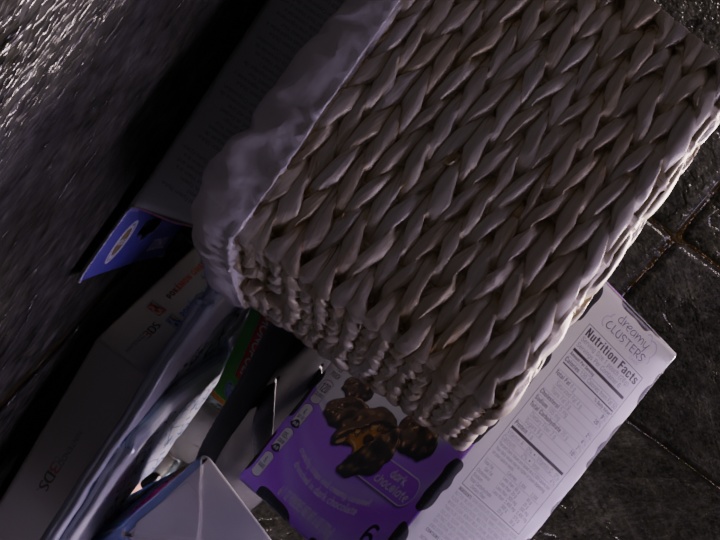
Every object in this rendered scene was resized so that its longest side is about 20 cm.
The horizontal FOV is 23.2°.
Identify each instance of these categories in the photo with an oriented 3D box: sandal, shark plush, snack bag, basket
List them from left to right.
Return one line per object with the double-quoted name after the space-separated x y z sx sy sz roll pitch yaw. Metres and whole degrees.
-0.107 0.071 1.015 0.200 0.021 0.189 -56 177 18 "snack bag"
-0.127 0.116 1.296 0.200 0.083 0.091 8 -97 68 "shark plush"
-0.046 0.082 1.035 0.076 0.043 0.201 -25 150 -43 "sandal"
0.042 -0.040 0.800 0.200 0.161 0.198 -52 176 -10 "basket"

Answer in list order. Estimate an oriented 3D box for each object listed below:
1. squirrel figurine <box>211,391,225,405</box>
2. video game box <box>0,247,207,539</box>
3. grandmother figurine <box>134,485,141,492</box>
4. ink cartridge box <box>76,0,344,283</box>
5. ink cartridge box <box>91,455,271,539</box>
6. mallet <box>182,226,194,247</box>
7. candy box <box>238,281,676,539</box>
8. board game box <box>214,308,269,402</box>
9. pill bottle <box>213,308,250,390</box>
-0.060 0.018 1.381 0.187 0.141 0.201 -30 144 -60 "squirrel figurine"
-0.152 0.085 1.107 0.200 0.047 0.182 -56 180 29 "video game box"
-0.193 0.163 1.345 0.122 0.060 0.200 -63 -178 -5 "grandmother figurine"
-0.051 -0.072 0.884 0.200 0.043 0.196 -56 178 7 "ink cartridge box"
-0.112 0.204 1.084 0.076 0.137 0.200 -38 -178 -28 "ink cartridge box"
-0.017 -0.077 1.016 0.200 0.041 0.066 -36 174 18 "mallet"
0.047 0.080 0.956 0.200 0.072 0.168 -51 -152 -7 "candy box"
0.000 0.000 1.101 0.200 0.029 0.135 -31 153 -48 "board game box"
-0.037 0.064 1.226 0.112 0.200 0.112 -54 179 -2 "pill bottle"
